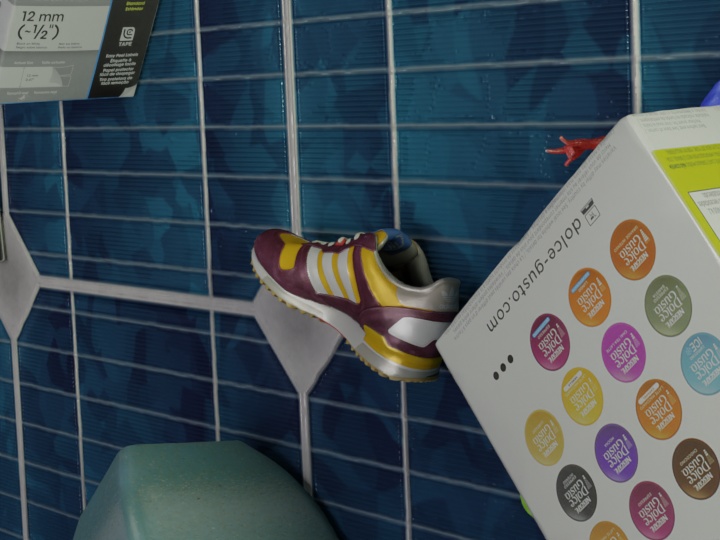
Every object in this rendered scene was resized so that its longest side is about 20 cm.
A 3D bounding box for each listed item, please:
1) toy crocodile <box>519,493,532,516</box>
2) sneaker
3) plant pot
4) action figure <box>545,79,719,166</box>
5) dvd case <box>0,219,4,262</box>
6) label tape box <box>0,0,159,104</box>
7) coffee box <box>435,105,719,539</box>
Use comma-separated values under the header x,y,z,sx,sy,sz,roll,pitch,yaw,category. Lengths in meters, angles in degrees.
x,y,z,sx,sy,sz,roll,pitch,yaw,category
0.141,0.100,1.160,0.067,0.061,0.202,-14,80,52,toy crocodile
0.000,0.000,1.316,0.200,0.075,0.091,34,114,36,sneaker
-0.134,0.248,1.431,0.196,0.195,0.201,-55,46,41,plant pot
0.190,-0.080,1.036,0.200,0.098,0.066,-48,58,47,action figure
-0.424,-0.106,1.871,0.150,0.025,0.202,-3,93,52,dvd case
-0.244,-0.243,1.521,0.066,0.142,0.201,48,130,36,label tape box
0.202,0.048,0.952,0.200,0.199,0.199,-53,56,42,coffee box
